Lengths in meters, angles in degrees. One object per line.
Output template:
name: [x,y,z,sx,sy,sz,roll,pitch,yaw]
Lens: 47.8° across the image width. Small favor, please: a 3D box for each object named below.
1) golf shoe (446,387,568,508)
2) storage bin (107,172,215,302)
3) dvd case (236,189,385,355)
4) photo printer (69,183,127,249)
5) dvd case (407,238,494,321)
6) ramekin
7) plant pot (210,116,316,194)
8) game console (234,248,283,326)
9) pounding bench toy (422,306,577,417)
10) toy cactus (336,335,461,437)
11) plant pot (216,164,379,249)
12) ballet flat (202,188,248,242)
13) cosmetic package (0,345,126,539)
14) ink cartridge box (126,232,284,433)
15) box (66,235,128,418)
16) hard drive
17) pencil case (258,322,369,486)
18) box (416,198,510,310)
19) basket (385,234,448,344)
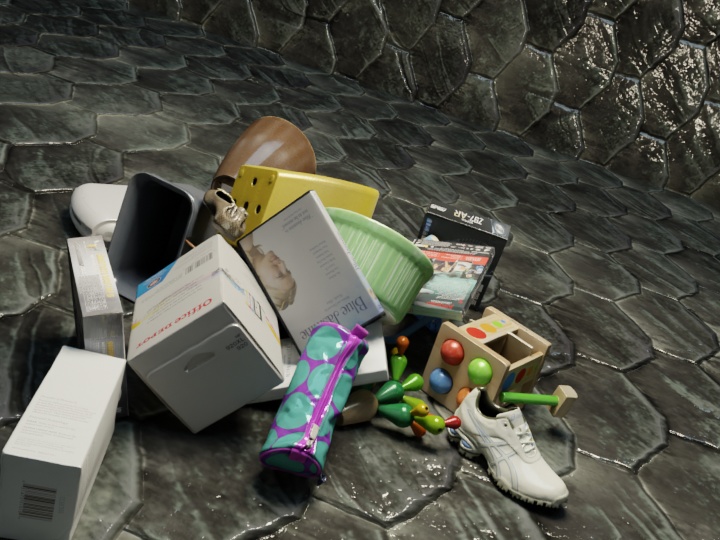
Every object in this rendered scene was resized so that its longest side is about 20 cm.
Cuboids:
golf shoe: [0.211,0.244,1.134,0.200,0.098,0.078,35,28,30]
storage bin: [-0.298,-0.050,1.313,0.145,0.201,0.134,25,16,17]
dvd case: [-0.072,0.010,1.129,0.200,0.142,0.018,60,22,4]
photo printer: [-0.417,-0.097,1.467,0.199,0.070,0.166,1,29,-33]
dvd case: [0.128,0.010,1.346,0.145,0.022,0.200,7,33,21]
ramekin: [0.000,0.000,1.214,0.199,0.098,0.200,26,-14,7]
plant pot: [-0.222,-0.201,1.721,0.186,0.187,0.200,24,40,14]
game console: [-0.113,0.025,1.291,0.116,0.176,0.200,-33,25,-24]
pounding bench toy: [0.218,0.169,1.259,0.200,0.125,0.156,33,29,31]
toy cactus: [0.035,0.180,1.177,0.165,0.103,0.200,-16,48,-36]
plant pot: [-0.121,-0.079,1.360,0.176,0.201,0.200,21,-2,-36]
ballet flat: [-0.197,-0.091,1.211,0.067,0.046,0.200,37,5,-19]
cosmetic package: [-0.322,0.184,0.888,0.081,0.113,0.200,13,23,-10]
ink cartridge box: [-0.203,0.080,1.082,0.145,0.147,0.200,55,8,-28]
box: [-0.341,0.070,1.053,0.048,0.159,0.200,-6,31,-22]
hard drive: [-0.062,0.131,1.172,0.199,0.026,0.132,-10,26,3]
pencil case: [-0.055,0.165,1.038,0.085,0.092,0.200,33,54,-17]
box: [0.180,-0.027,1.558,0.160,0.200,0.044,20,45,4]
basket: [0.091,0.039,1.459,0.199,0.139,0.176,-23,41,-15]
